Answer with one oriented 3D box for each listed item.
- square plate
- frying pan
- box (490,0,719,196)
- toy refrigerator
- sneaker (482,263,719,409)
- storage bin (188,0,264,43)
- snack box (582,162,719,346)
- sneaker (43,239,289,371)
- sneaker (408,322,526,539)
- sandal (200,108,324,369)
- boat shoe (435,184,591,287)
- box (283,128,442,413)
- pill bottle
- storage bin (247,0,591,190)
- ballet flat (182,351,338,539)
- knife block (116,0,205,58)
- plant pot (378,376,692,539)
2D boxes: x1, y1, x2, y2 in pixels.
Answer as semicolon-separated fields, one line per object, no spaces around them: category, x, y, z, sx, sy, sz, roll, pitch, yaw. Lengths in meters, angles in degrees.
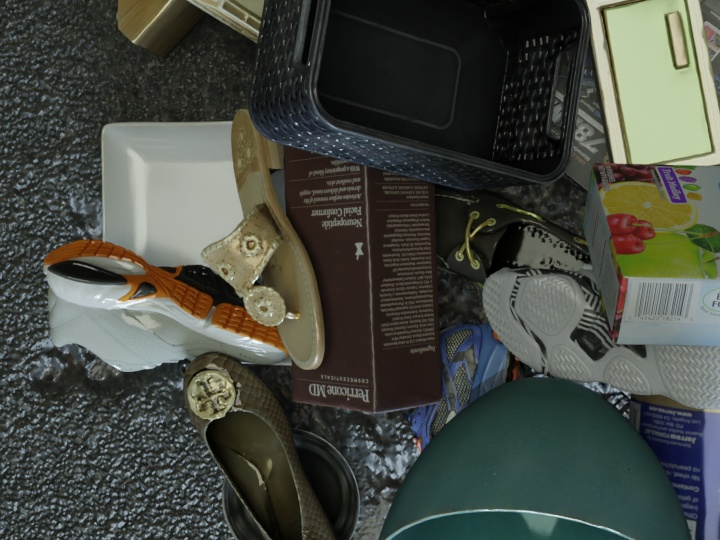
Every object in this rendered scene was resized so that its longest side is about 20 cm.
square plate;-0.115;-0.023;0.877;0.199;0.028;0.199;0;90;12
frying pan;-0.087;0.164;0.867;0.190;0.031;0.115;30;98;11
box;0.188;-0.169;0.801;0.200;0.050;0.199;40;99;9
toy refrigerator;0.196;-0.163;0.741;0.076;0.070;0.201;-10;88;12
sneaker;0.189;0.029;0.730;0.200;0.115;0.075;15;119;37
storage bin;-0.034;-0.261;0.778;0.094;0.198;0.200;32;96;28
snack box;0.247;-0.012;0.659;0.199;0.142;0.053;2;124;3
sneaker;-0.152;0.044;0.845;0.199;0.076;0.092;17;122;2
sneaker;0.073;0.134;0.822;0.078;0.075;0.201;10;85;23
sandal;-0.087;-0.023;0.794;0.069;0.078;0.212;-3;68;-28
boat shoe;0.109;-0.019;0.812;0.201;0.061;0.072;21;94;11
box;0.000;0.000;0.799;0.100;0.075;0.201;-2;93;49
pill bottle;0.244;0.169;0.755;0.115;0.116;0.201;3;91;12
storage bin;0.040;-0.137;0.705;0.200;0.094;0.136;11;85;-30
ballet flat;-0.075;0.154;0.811;0.067;0.046;0.200;-23;101;16
knife block;-0.102;-0.278;0.856;0.175;0.064;0.201;0;90;13
plant pot;0.118;0.150;0.700;0.199;0.200;0.135;5;48;12
